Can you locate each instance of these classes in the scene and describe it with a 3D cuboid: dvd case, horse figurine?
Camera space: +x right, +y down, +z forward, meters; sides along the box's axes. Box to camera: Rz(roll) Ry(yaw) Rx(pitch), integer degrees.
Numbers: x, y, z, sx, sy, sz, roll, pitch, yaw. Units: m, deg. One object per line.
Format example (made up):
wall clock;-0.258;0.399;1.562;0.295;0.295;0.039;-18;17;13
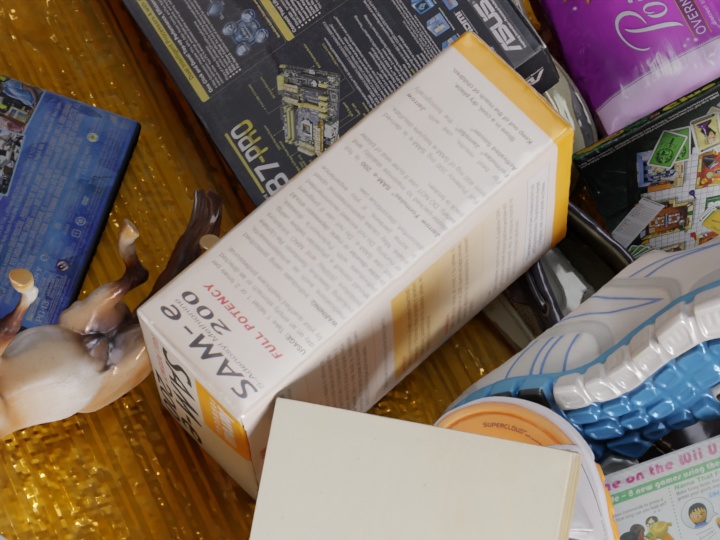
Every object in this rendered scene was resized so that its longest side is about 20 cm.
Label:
dvd case;-0.219;-0.046;1.381;0.200;0.018;0.143;19;55;-2
horse figurine;-0.136;0.033;1.290;0.200;0.133;0.050;-27;70;-36

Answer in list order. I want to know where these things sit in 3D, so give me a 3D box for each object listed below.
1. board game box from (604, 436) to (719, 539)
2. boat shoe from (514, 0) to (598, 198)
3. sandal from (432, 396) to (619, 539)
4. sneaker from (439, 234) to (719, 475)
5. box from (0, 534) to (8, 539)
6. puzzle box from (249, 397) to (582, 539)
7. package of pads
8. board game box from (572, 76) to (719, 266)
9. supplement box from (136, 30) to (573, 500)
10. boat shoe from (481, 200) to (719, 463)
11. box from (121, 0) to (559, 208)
board game box;0.160;0.176;1.252;0.147;0.064;0.200;-21;58;15
boat shoe;0.043;-0.115;1.462;0.073;0.075;0.200;-21;63;-26
sandal;0.075;0.132;1.233;0.079;0.059;0.207;-29;55;12
sneaker;0.120;0.038;1.325;0.075;0.200;0.087;44;36;-28
box;-0.161;0.185;1.128;0.095;0.200;0.078;34;55;10
puzzle box;0.010;0.162;1.210;0.133;0.025;0.200;10;87;16
package of pads;0.193;-0.140;1.473;0.200;0.076;0.121;-25;63;2
board game box;0.214;-0.056;1.416;0.200;0.023;0.105;-27;97;1
supplement box;0.000;0.000;1.308;0.200;0.126;0.074;-41;72;-14
boat shoe;0.127;0.037;1.385;0.072;0.065;0.200;-30;69;-29
box;-0.021;-0.130;1.427;0.161;0.049;0.200;-34;67;0
